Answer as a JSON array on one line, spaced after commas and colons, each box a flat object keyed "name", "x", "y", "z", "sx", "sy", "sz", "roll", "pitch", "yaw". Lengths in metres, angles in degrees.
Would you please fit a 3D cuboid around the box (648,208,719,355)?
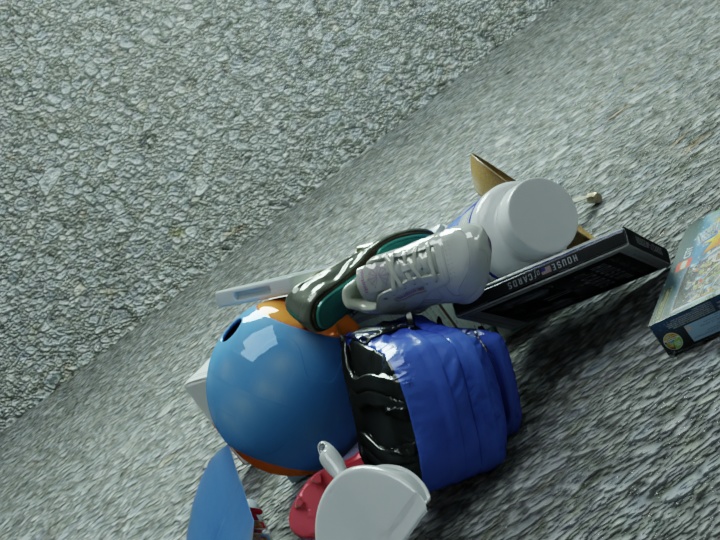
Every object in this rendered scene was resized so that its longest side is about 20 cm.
[{"name": "box", "x": 0.360, "y": -0.011, "z": 1.384, "sx": 0.136, "sy": 0.038, "sz": 0.200, "roll": -30, "pitch": 15, "yaw": 36}]

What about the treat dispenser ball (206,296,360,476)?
[{"name": "treat dispenser ball", "x": -0.075, "y": 0.130, "z": 1.639, "sx": 0.200, "sy": 0.202, "sz": 0.201, "roll": -36, "pitch": 12, "yaw": 9}]

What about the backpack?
[{"name": "backpack", "x": 0.075, "y": 0.122, "z": 1.446, "sx": 0.166, "sy": 0.164, "sz": 0.200, "roll": -19, "pitch": 7, "yaw": -10}]

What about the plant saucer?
[{"name": "plant saucer", "x": 0.204, "y": -0.069, "z": 1.724, "sx": 0.036, "sy": 0.199, "sz": 0.200, "roll": -55, "pitch": 10, "yaw": 8}]

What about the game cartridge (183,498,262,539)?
[{"name": "game cartridge", "x": -0.205, "y": 0.358, "z": 1.715, "sx": 0.199, "sy": 0.041, "sz": 0.133, "roll": -36, "pitch": 16, "yaw": 11}]

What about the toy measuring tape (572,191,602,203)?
[{"name": "toy measuring tape", "x": 0.235, "y": -0.043, "z": 1.876, "sx": 0.198, "sy": 0.074, "sz": 0.073, "roll": -19, "pitch": 3, "yaw": -25}]

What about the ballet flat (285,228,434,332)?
[{"name": "ballet flat", "x": 0.000, "y": 0.000, "z": 1.588, "sx": 0.199, "sy": 0.068, "sz": 0.063, "roll": -31, "pitch": 37, "yaw": -32}]

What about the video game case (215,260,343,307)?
[{"name": "video game case", "x": -0.045, "y": 0.006, "z": 1.706, "sx": 0.198, "sy": 0.024, "sz": 0.181, "roll": -13, "pitch": 1, "yaw": -34}]

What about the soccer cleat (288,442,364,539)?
[{"name": "soccer cleat", "x": 0.003, "y": 0.219, "z": 1.580, "sx": 0.200, "sy": 0.067, "sz": 0.077, "roll": -47, "pitch": -19, "yaw": -12}]

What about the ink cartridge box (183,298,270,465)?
[{"name": "ink cartridge box", "x": -0.122, "y": 0.145, "z": 1.984, "sx": 0.085, "sy": 0.148, "sz": 0.200, "roll": -21, "pitch": 20, "yaw": 50}]

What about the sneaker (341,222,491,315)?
[{"name": "sneaker", "x": 0.057, "y": 0.009, "z": 1.474, "sx": 0.099, "sy": 0.076, "sz": 0.199, "roll": -4, "pitch": -16, "yaw": -35}]

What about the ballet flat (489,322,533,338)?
[{"name": "ballet flat", "x": 0.184, "y": -0.008, "z": 1.737, "sx": 0.069, "sy": 0.069, "sz": 0.202, "roll": -30, "pitch": 42, "yaw": 33}]

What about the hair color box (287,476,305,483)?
[{"name": "hair color box", "x": -0.059, "y": 0.165, "z": 1.836, "sx": 0.060, "sy": 0.099, "sz": 0.200, "roll": -29, "pitch": 15, "yaw": 34}]

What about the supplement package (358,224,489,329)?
[{"name": "supplement package", "x": 0.074, "y": 0.053, "z": 1.812, "sx": 0.199, "sy": 0.118, "sz": 0.117, "roll": -39, "pitch": 11, "yaw": -5}]

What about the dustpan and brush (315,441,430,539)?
[{"name": "dustpan and brush", "x": -0.006, "y": 0.220, "z": 1.382, "sx": 0.140, "sy": 0.057, "sz": 0.200, "roll": -56, "pitch": 44, "yaw": 12}]

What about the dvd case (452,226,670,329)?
[{"name": "dvd case", "x": 0.213, "y": 0.012, "z": 1.524, "sx": 0.198, "sy": 0.025, "sz": 0.150, "roll": -23, "pitch": -18, "yaw": 24}]

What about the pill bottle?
[{"name": "pill bottle", "x": 0.160, "y": -0.031, "z": 1.586, "sx": 0.112, "sy": 0.112, "sz": 0.200, "roll": -44, "pitch": 1, "yaw": -25}]

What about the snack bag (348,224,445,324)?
[{"name": "snack bag", "x": 0.007, "y": 0.024, "z": 1.782, "sx": 0.199, "sy": 0.021, "sz": 0.189, "roll": -25, "pitch": 20, "yaw": 37}]

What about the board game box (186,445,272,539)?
[{"name": "board game box", "x": -0.141, "y": 0.297, "z": 1.591, "sx": 0.159, "sy": 0.039, "sz": 0.200, "roll": -67, "pitch": 26, "yaw": 23}]
